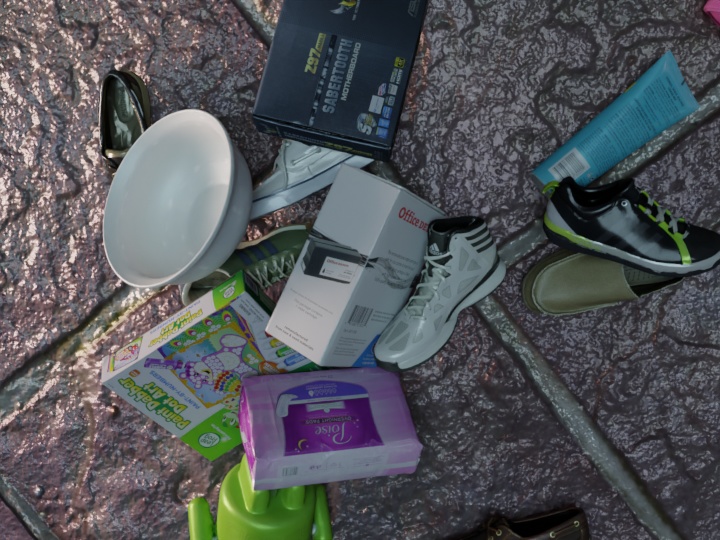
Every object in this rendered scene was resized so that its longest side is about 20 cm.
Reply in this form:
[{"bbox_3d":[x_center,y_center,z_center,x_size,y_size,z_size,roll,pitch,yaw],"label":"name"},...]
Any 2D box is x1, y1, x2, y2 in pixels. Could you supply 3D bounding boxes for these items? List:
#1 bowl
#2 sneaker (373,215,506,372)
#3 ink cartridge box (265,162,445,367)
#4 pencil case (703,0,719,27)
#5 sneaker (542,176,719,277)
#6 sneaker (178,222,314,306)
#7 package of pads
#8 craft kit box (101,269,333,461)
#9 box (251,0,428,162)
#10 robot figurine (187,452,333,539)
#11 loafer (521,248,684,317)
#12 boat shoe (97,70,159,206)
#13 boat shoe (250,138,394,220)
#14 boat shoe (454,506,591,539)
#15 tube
[{"bbox_3d":[-0.187,-0.068,0.815,0.200,0.090,0.203,-11,69,31],"label":"bowl"},{"bbox_3d":[0.074,0.012,0.812,0.200,0.075,0.116,-43,128,-21],"label":"sneaker"},{"bbox_3d":[0.000,0.000,0.814,0.084,0.144,0.201,27,94,26],"label":"ink cartridge box"},{"bbox_3d":[0.455,-0.340,0.770,0.094,0.090,0.201,35,104,35],"label":"pencil case"},{"bbox_3d":[0.291,-0.053,0.778,0.198,0.072,0.083,11,127,13],"label":"sneaker"},{"bbox_3d":[-0.122,0.004,0.861,0.198,0.090,0.067,-7,133,9],"label":"sneaker"},{"bbox_3d":[-0.036,0.178,0.837,0.198,0.121,0.076,-2,135,-18],"label":"package of pads"},{"bbox_3d":[-0.159,0.119,0.859,0.197,0.049,0.200,-31,130,11],"label":"craft kit box"},{"bbox_3d":[-0.020,-0.236,0.817,0.156,0.051,0.202,14,79,4],"label":"box"},{"bbox_3d":[-0.116,0.309,0.884,0.174,0.116,0.201,-3,121,-22],"label":"robot figurine"},{"bbox_3d":[0.284,0.003,0.841,0.199,0.067,0.077,-18,93,5],"label":"loafer"},{"bbox_3d":[-0.280,-0.138,0.876,0.073,0.065,0.202,-11,97,6],"label":"boat shoe"},{"bbox_3d":[-0.066,-0.132,0.853,0.201,0.075,0.087,-27,95,6],"label":"boat shoe"},{"bbox_3d":[0.182,0.333,0.898,0.198,0.070,0.071,-11,104,-2],"label":"boat shoe"},{"bbox_3d":[0.287,-0.154,0.831,0.200,0.050,0.078,-38,115,6],"label":"tube"}]
